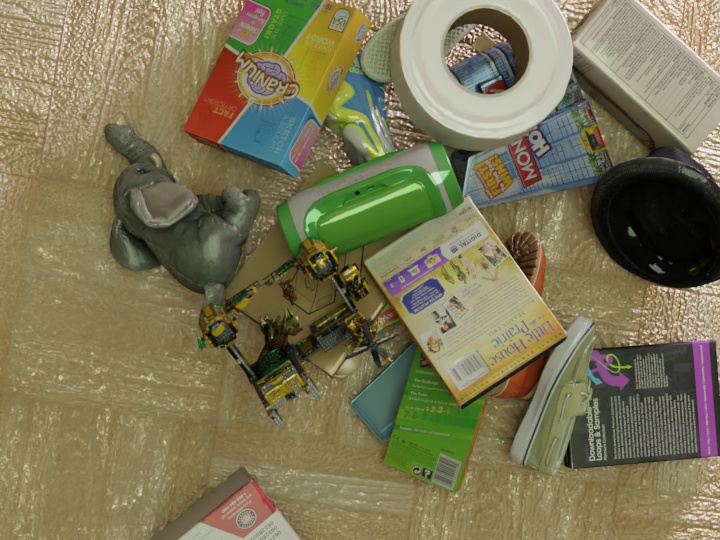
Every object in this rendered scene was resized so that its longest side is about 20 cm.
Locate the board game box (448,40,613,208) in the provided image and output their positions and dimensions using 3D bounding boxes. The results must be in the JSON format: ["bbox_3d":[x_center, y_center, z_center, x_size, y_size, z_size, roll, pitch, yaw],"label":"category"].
[{"bbox_3d":[0.176,-0.160,1.723,0.199,0.062,0.201,-26,106,-9],"label":"board game box"}]

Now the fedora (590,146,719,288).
[{"bbox_3d":[0.373,-0.076,1.740,0.200,0.201,0.092,35,49,-7],"label":"fedora"}]

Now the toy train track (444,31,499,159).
[{"bbox_3d":[0.151,-0.211,1.756,0.115,0.033,0.200,39,88,-18],"label":"toy train track"}]

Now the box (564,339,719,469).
[{"bbox_3d":[0.341,0.162,1.772,0.199,0.036,0.144,-3,87,-11],"label":"box"}]

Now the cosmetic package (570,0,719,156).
[{"bbox_3d":[0.344,-0.235,1.760,0.200,0.087,0.103,42,79,-5],"label":"cosmetic package"}]

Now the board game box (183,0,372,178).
[{"bbox_3d":[-0.096,-0.221,1.664,0.153,0.040,0.201,21,82,31],"label":"board game box"}]

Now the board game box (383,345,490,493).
[{"bbox_3d":[0.097,0.150,1.679,0.095,0.030,0.201,21,111,17],"label":"board game box"}]

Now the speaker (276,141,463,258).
[{"bbox_3d":[0.011,-0.074,1.624,0.199,0.088,0.089,-21,91,4],"label":"speaker"}]

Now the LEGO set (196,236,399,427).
[{"bbox_3d":[-0.068,0.070,1.560,0.199,0.116,0.154,-27,118,-6],"label":"LEGO set"}]

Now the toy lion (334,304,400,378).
[{"bbox_3d":[0.000,0.000,1.710,0.200,0.069,0.192,-33,87,-9],"label":"toy lion"}]

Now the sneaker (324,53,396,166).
[{"bbox_3d":[0.008,-0.190,1.698,0.105,0.076,0.200,-42,85,-13],"label":"sneaker"}]

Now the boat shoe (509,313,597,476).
[{"bbox_3d":[0.241,0.148,1.711,0.062,0.072,0.201,27,111,18],"label":"boat shoe"}]

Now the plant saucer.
[{"bbox_3d":[0.075,0.112,1.728,0.200,0.019,0.070,-43,113,-8],"label":"plant saucer"}]

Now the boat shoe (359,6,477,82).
[{"bbox_3d":[0.077,-0.282,1.716,0.200,0.062,0.075,-39,102,-22],"label":"boat shoe"}]

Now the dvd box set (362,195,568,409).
[{"bbox_3d":[0.116,0.034,1.625,0.146,0.029,0.200,-33,74,-6],"label":"dvd box set"}]

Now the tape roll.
[{"bbox_3d":[0.136,-0.241,1.643,0.201,0.071,0.203,1,83,-7],"label":"tape roll"}]

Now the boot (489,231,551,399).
[{"bbox_3d":[0.190,0.057,1.727,0.107,0.075,0.201,18,86,-44],"label":"boot"}]

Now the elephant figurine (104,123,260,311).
[{"bbox_3d":[-0.225,-0.061,1.639,0.199,0.155,0.142,22,103,-6],"label":"elephant figurine"}]

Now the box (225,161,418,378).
[{"bbox_3d":[-0.039,-0.003,1.673,0.163,0.021,0.200,35,80,10],"label":"box"}]

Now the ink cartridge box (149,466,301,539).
[{"bbox_3d":[-0.123,0.348,1.628,0.145,0.145,0.200,-38,95,-9],"label":"ink cartridge box"}]
